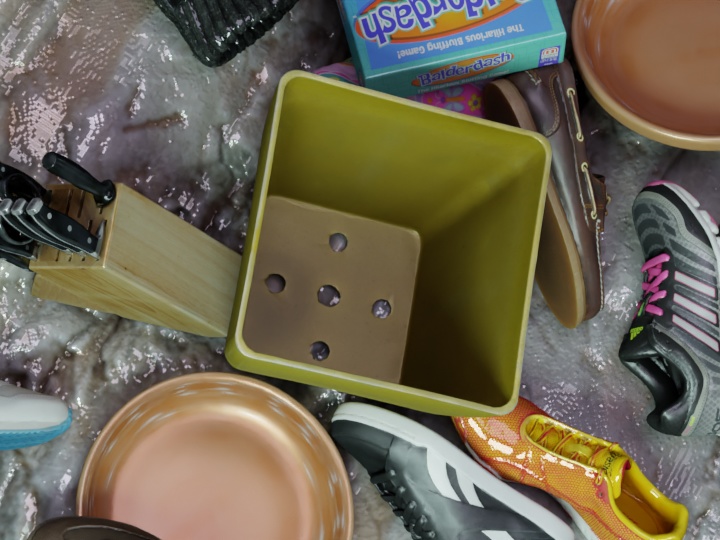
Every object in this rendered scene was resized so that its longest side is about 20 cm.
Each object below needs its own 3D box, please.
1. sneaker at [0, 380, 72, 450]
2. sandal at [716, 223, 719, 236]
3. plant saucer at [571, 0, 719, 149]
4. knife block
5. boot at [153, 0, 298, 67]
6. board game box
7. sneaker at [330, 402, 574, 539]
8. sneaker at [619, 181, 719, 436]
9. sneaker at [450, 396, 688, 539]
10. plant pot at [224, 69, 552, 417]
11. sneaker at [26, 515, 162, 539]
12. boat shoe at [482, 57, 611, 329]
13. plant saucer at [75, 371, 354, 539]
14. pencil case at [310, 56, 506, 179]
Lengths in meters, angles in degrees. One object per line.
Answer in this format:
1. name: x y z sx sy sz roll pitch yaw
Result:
1. sneaker: -0.296 0.079 1.603 0.198 0.077 0.082 9 72 -13
2. sandal: 0.310 0.056 1.752 0.057 0.080 0.202 -21 72 -22
3. plant saucer: 0.260 -0.171 1.778 0.198 0.038 0.202 0 57 0
4. knife block: -0.170 -0.021 1.604 0.198 0.176 0.065 14 74 -10
5. boot: -0.087 -0.268 1.733 0.158 0.079 0.211 43 82 7
6. board game box: 0.051 -0.230 1.697 0.151 0.045 0.201 -13 67 -6
7. sneaker: 0.049 0.186 1.657 0.199 0.073 0.112 31 70 -5
8. sneaker: 0.230 0.033 1.730 0.087 0.074 0.202 -12 84 -22
9. sneaker: 0.154 0.136 1.687 0.199 0.077 0.073 34 49 -7
10. plant pot: 0.000 0.000 1.634 0.198 0.176 0.202 14 73 -14
11. sneaker: -0.130 0.215 1.569 0.199 0.076 0.071 23 73 -7
12. boat shoe: 0.152 -0.058 1.719 0.070 0.070 0.202 -24 111 -22
13. plant saucer: -0.104 0.174 1.644 0.198 0.037 0.202 3 77 -12
14. pencil case: 0.052 -0.138 1.734 0.199 0.087 0.088 -21 82 -18
